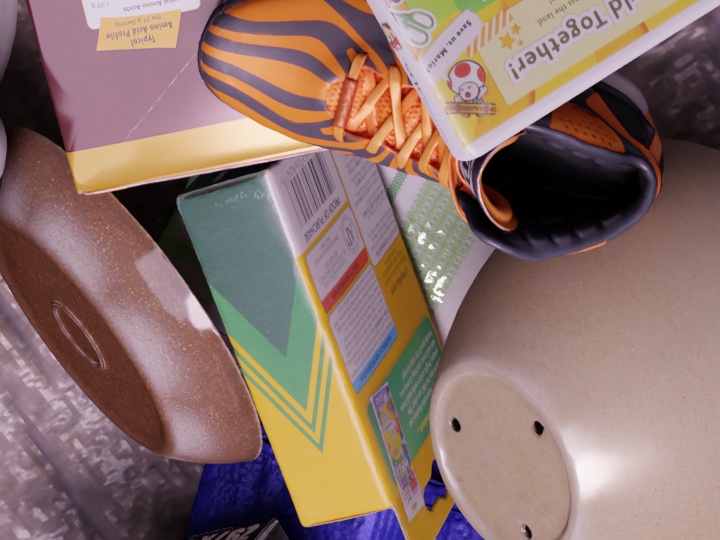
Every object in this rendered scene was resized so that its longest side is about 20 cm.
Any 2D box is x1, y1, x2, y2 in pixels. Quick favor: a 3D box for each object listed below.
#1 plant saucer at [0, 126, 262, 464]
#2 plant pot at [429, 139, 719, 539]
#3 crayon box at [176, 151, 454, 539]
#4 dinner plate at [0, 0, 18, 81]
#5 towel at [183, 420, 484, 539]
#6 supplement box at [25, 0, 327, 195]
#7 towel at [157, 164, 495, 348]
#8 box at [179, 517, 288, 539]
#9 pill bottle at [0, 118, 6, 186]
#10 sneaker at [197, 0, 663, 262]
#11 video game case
[{"bbox_3d":[-0.125,0.022,1.101,0.037,0.200,0.201,-37,102,-18],"label":"plant saucer"},{"bbox_3d":[0.108,0.059,0.993,0.200,0.134,0.202,31,133,40],"label":"plant pot"},{"bbox_3d":[-0.011,0.030,1.070,0.051,0.126,0.201,-15,106,22],"label":"crayon box"},{"bbox_3d":[-0.261,-0.132,1.090,0.199,0.024,0.202,-3,97,-21],"label":"dinner plate"},{"bbox_3d":[-0.002,0.155,1.142,0.199,0.050,0.149,16,86,22],"label":"towel"},{"bbox_3d":[-0.047,-0.163,1.009,0.196,0.133,0.201,-10,109,7],"label":"supplement box"},{"bbox_3d":[0.000,0.000,1.137,0.199,0.031,0.150,29,115,2],"label":"towel"},{"bbox_3d":[-0.064,0.228,1.133,0.159,0.049,0.201,-15,110,39],"label":"box"},{"bbox_3d":[-0.225,-0.031,1.054,0.110,0.111,0.201,20,118,6],"label":"pill bottle"},{"bbox_3d":[0.029,-0.064,0.910,0.198,0.112,0.078,12,111,-2],"label":"sneaker"},{"bbox_3d":[0.075,-0.169,0.851,0.199,0.023,0.183,-32,99,-14],"label":"video game case"}]
